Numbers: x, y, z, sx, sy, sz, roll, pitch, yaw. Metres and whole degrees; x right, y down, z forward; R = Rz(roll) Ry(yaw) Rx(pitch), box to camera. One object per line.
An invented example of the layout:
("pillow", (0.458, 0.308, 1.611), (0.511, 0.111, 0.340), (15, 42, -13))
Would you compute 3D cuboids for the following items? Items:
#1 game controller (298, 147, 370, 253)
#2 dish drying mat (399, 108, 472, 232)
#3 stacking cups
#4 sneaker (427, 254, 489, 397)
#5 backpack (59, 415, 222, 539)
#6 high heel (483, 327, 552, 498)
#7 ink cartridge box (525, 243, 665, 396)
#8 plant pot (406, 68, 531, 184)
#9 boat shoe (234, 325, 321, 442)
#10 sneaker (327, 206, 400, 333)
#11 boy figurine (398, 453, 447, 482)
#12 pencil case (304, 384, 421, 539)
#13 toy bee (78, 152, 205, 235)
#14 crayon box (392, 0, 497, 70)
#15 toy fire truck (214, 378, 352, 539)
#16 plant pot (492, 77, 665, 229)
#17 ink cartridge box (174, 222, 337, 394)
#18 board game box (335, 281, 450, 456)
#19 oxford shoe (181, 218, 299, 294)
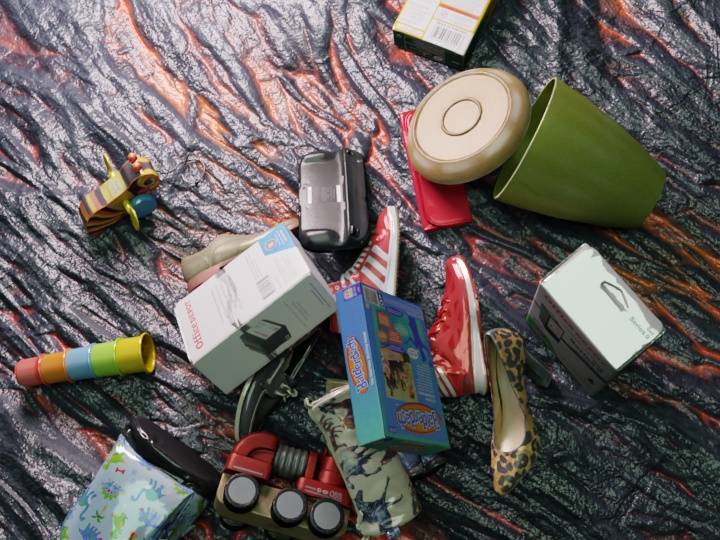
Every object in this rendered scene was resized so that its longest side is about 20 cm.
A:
("game controller", (-0.041, -0.106, 1.240), (0.103, 0.042, 0.201), (-8, 49, 5))
("dish drying mat", (0.113, -0.159, 1.284), (0.076, 0.018, 0.202), (-11, 72, 1))
("stacking cups", (-0.403, 0.135, 1.230), (0.198, 0.061, 0.061), (-9, 72, 8))
("sneaker", (0.111, 0.080, 1.179), (0.114, 0.078, 0.202), (-8, 71, 2))
("backpack", (-0.306, 0.324, 1.122), (0.163, 0.154, 0.201), (36, 92, 8))
("high heel", (0.181, 0.182, 1.104), (0.071, 0.142, 0.201), (-4, 55, 46))
("ink cartridge box", (0.298, 0.069, 1.097), (0.084, 0.200, 0.146), (-38, 72, -6))
("plant pot", (0.151, -0.219, 1.230), (0.198, 0.027, 0.202), (-16, 57, 25))
("boat shoe", (-0.116, 0.153, 1.182), (0.062, 0.073, 0.202), (18, 71, 14))
("sneaker", (0.000, 0.000, 1.218), (0.111, 0.071, 0.202), (4, 75, 4))
("boy figurine", (0.038, 0.192, 1.150), (0.123, 0.065, 0.201), (-16, 67, -32))
("pencil case", (0.001, 0.238, 1.061), (0.089, 0.078, 0.202), (-24, 88, -31))
("toy bee", (-0.352, -0.138, 1.279), (0.131, 0.109, 0.200), (36, 79, 17))
("crayon box", (0.149, -0.435, 1.350), (0.125, 0.052, 0.201), (24, 77, 12))
("toy fire truck", (-0.086, 0.250, 1.130), (0.174, 0.129, 0.201), (17, 53, -2))
("plant pot", (0.318, -0.143, 1.190), (0.199, 0.187, 0.188), (26, 76, -1))
("ink cartridge box", (-0.147, 0.051, 1.165), (0.199, 0.084, 0.145), (-37, 38, 2))
("board game box", (0.042, 0.129, 1.078), (0.045, 0.152, 0.202), (-25, 61, 30))
("oxford shoe", (-0.178, -0.035, 1.250), (0.199, 0.071, 0.075), (-27, 65, -5))
